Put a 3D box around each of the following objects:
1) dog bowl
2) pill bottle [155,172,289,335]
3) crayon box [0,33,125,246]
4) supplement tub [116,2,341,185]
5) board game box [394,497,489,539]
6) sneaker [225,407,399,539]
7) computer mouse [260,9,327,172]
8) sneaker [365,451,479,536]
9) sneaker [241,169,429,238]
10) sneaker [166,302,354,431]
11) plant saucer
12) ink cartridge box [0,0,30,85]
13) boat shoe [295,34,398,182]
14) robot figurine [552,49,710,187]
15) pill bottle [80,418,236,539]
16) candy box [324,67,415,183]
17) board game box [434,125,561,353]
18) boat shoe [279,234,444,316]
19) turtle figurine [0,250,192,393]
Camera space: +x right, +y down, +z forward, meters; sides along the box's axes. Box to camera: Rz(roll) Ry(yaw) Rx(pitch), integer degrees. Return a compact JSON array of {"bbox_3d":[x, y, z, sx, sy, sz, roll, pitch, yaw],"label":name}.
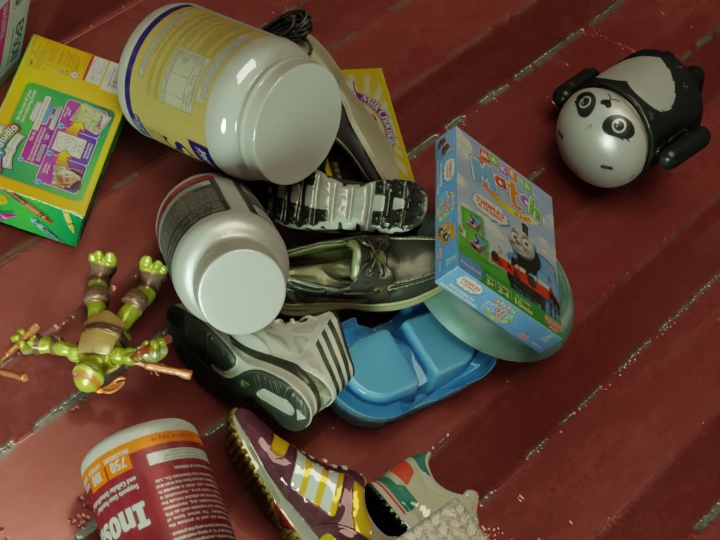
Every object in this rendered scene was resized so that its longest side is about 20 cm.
[{"bbox_3d":[0.045,0.092,1.532,0.199,0.050,0.112,-21,69,-29],"label":"dog bowl"},{"bbox_3d":[-0.128,-0.014,1.430,0.110,0.112,0.200,4,18,-16],"label":"pill bottle"},{"bbox_3d":[-0.311,-0.135,1.544,0.118,0.058,0.201,19,56,-7],"label":"crayon box"},{"bbox_3d":[-0.131,-0.175,1.515,0.199,0.146,0.145,26,49,36],"label":"supplement tub"},{"bbox_3d":[0.024,0.309,1.300,0.159,0.200,0.097,-29,72,-31],"label":"board game box"},{"bbox_3d":[-0.046,0.201,1.416,0.090,0.075,0.201,-33,82,-20],"label":"sneaker"},{"bbox_3d":[-0.097,-0.171,1.608,0.053,0.138,0.202,15,56,-62],"label":"computer mouse"},{"bbox_3d":[0.095,0.256,1.435,0.093,0.070,0.200,-35,73,-26],"label":"sneaker"},{"bbox_3d":[-0.025,-0.063,1.561,0.198,0.091,0.067,7,76,9],"label":"sneaker"},{"bbox_3d":[-0.089,0.073,1.467,0.200,0.076,0.115,30,46,30],"label":"sneaker"},{"bbox_3d":[0.143,0.005,1.584,0.199,0.027,0.201,18,45,-19],"label":"plant saucer"},{"bbox_3d":[-0.397,-0.227,1.485,0.075,0.200,0.165,32,56,2],"label":"ink cartridge box"},{"bbox_3d":[-0.028,-0.162,1.640,0.201,0.063,0.073,58,18,15],"label":"boat shoe"},{"bbox_3d":[0.313,-0.179,1.741,0.199,0.150,0.126,-34,104,-32],"label":"robot figurine"},{"bbox_3d":[-0.166,0.242,1.330,0.112,0.113,0.201,-12,64,-25],"label":"pill bottle"},{"bbox_3d":[-0.001,-0.135,1.669,0.101,0.026,0.201,-4,61,-22],"label":"candy box"},{"bbox_3d":[0.139,-0.034,1.541,0.151,0.037,0.201,33,39,-29],"label":"board game box"},{"bbox_3d":[-0.001,-0.001,1.508,0.199,0.066,0.072,-9,61,4],"label":"boat shoe"},{"bbox_3d":[-0.233,0.059,1.440,0.198,0.065,0.162,-1,47,18],"label":"turtle figurine"}]
